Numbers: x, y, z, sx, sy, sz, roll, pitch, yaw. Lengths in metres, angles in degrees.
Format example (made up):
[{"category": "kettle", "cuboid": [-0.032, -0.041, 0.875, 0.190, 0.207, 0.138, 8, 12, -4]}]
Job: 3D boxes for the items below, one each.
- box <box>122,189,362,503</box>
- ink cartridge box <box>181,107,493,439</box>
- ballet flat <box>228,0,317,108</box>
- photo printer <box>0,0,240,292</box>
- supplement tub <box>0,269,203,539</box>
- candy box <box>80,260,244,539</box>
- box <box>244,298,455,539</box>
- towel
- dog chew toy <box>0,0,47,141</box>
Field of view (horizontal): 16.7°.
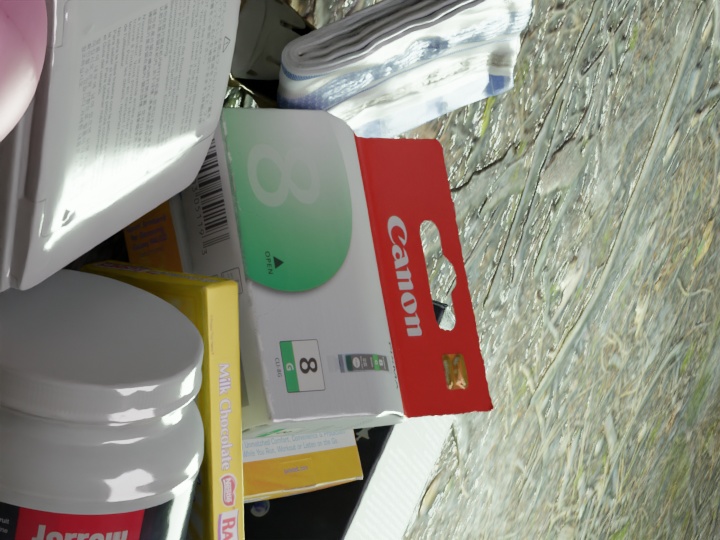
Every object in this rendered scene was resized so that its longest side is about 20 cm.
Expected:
[{"category": "box", "cuboid": [-0.065, 0.020, 1.283, 0.119, 0.041, 0.202, -2, 76, -55]}, {"category": "ink cartridge box", "cuboid": [0.000, 0.000, 1.279, 0.199, 0.050, 0.162, -2, 78, -42]}, {"category": "ballet flat", "cuboid": [-0.048, -0.122, 1.300, 0.069, 0.063, 0.200, -70, 160, 0]}, {"category": "photo printer", "cuboid": [-0.121, -0.097, 1.119, 0.200, 0.069, 0.168, -39, 144, -56]}, {"category": "supplement tub", "cuboid": [-0.150, 0.115, 1.142, 0.140, 0.139, 0.201, -32, 138, -60]}, {"category": "candy box", "cuboid": [-0.097, 0.100, 1.206, 0.026, 0.102, 0.202, -9, 101, -44]}, {"category": "box", "cuboid": [-0.044, 0.099, 1.400, 0.201, 0.147, 0.107, -66, 160, -11]}, {"category": "towel", "cuboid": [0.024, -0.107, 1.298, 0.146, 0.024, 0.200, -24, 168, -7]}, {"category": "dog chew toy", "cuboid": [-0.159, -0.133, 0.917, 0.125, 0.124, 0.201, 76, 32, -58]}]
